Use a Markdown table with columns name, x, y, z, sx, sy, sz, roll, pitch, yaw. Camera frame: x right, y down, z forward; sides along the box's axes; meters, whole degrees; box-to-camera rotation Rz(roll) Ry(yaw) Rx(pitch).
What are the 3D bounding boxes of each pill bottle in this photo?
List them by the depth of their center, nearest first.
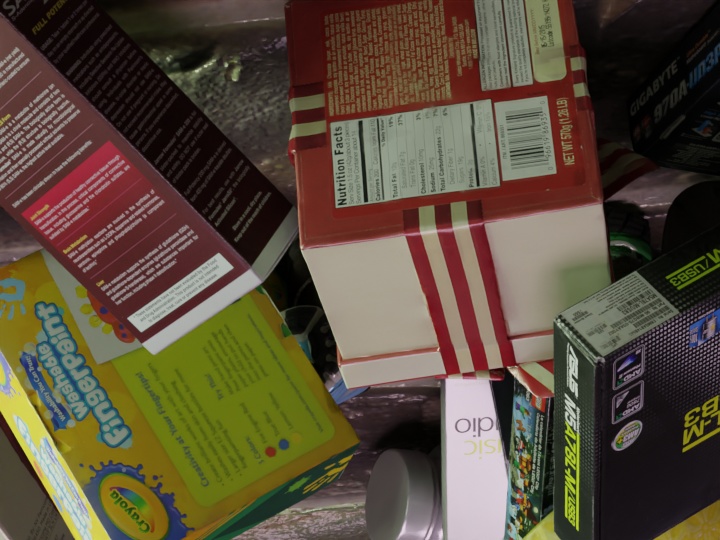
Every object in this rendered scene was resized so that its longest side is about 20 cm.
| name | x | y | z | sx | sy | sz | roll | pitch | yaw |
| --- | --- | --- | --- | --- | --- | --- | --- | --- | --- |
| pill bottle | 0.109 | 0.199 | 1.649 | 0.198 | 0.113 | 0.112 | 8 | 151 | -24 |

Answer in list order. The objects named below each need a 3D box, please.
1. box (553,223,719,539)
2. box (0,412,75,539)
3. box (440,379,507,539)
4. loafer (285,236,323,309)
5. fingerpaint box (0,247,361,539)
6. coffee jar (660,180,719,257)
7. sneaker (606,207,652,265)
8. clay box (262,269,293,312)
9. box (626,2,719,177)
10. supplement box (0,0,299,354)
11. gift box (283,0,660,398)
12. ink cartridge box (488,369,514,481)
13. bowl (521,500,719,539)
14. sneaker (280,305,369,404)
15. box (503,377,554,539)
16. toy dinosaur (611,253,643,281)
| name | x | y | z | sx | sy | sz | roll | pitch | yaw |
| --- | --- | --- | --- | --- | --- | --- | --- | --- | --- |
| box | 0.196 | 0.056 | 1.109 | 0.199 | 0.048 | 0.194 | -27 | 138 | -19 |
| box | -0.295 | 0.141 | 1.401 | 0.127 | 0.109 | 0.201 | -15 | 122 | 23 |
| box | 0.132 | 0.130 | 1.510 | 0.143 | 0.036 | 0.201 | -3 | 126 | -1 |
| loafer | 0.000 | 0.000 | 1.293 | 0.072 | 0.072 | 0.200 | 5 | 152 | -16 |
| fingerpaint box | -0.125 | 0.071 | 1.214 | 0.166 | 0.201 | 0.073 | -27 | 163 | -25 |
| coffee jar | 0.254 | 0.001 | 1.260 | 0.103 | 0.086 | 0.200 | 4 | 172 | 22 |
| sneaker | 0.102 | 0.025 | 1.341 | 0.199 | 0.086 | 0.078 | -20 | 149 | 29 |
| clay box | -0.097 | 0.044 | 1.392 | 0.114 | 0.048 | 0.200 | -11 | 151 | 14 |
| box | 0.277 | -0.103 | 1.157 | 0.198 | 0.046 | 0.159 | 8 | 152 | -21 |
| supplement box | -0.138 | -0.059 | 1.066 | 0.200 | 0.061 | 0.109 | 46 | 134 | -14 |
| gift box | 0.067 | -0.040 | 1.104 | 0.198 | 0.186 | 0.187 | -3 | 151 | 7 |
| ink cartridge box | 0.148 | 0.110 | 1.454 | 0.099 | 0.039 | 0.201 | -12 | 126 | 4 |
| bowl | 0.196 | 0.208 | 1.341 | 0.199 | 0.108 | 0.201 | -28 | 155 | -14 |
| sneaker | -0.076 | 0.089 | 1.348 | 0.199 | 0.079 | 0.090 | -16 | 155 | 26 |
| box | 0.189 | 0.111 | 1.405 | 0.199 | 0.038 | 0.138 | -17 | 121 | -34 |
| toy dinosaur | 0.109 | 0.020 | 1.239 | 0.198 | 0.077 | 0.103 | 12 | 146 | 20 |
